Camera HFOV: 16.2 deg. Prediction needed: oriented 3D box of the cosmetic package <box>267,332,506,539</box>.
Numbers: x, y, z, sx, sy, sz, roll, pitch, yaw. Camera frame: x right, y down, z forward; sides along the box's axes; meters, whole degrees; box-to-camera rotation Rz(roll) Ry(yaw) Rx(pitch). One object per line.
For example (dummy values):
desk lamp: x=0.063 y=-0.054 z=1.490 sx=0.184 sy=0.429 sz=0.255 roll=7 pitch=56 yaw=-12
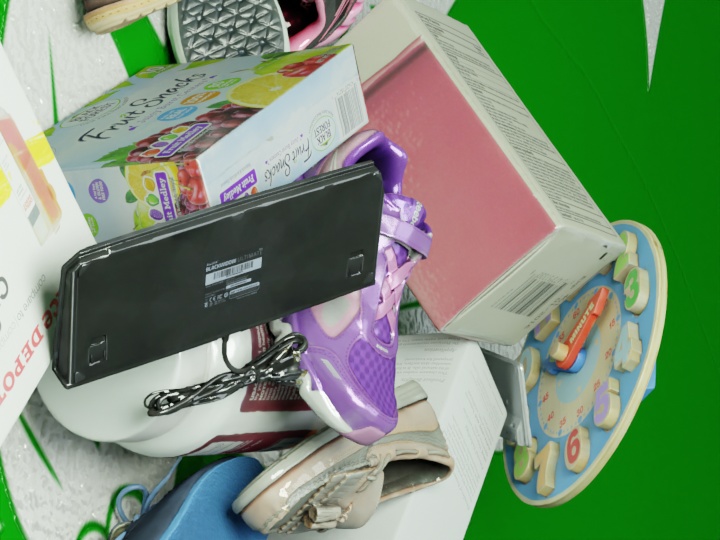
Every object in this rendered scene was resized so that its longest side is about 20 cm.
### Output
cosmetic package: x=0.011 y=0.136 z=1.620 sx=0.081 sy=0.112 sz=0.201 roll=64 pitch=35 yaw=-36

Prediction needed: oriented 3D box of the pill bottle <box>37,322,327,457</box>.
pill bottle: x=-0.092 y=0.047 z=1.418 sx=0.200 sy=0.113 sz=0.115 roll=6 pitch=81 yaw=-64

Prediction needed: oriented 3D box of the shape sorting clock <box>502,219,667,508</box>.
shape sorting clock: x=0.145 y=0.061 z=1.678 sx=0.039 sy=0.200 sz=0.201 roll=24 pitch=57 yaw=-15

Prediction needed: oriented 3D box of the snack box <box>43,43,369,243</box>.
snack box: x=-0.100 y=-0.067 z=1.384 sx=0.200 sy=0.141 sz=0.053 roll=-42 pitch=122 yaw=-58

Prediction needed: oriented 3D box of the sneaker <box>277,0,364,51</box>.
sneaker: x=-0.016 y=-0.205 z=1.553 sx=0.095 sy=0.079 sz=0.201 roll=-48 pitch=167 yaw=-54

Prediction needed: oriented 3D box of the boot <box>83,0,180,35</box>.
boot: x=-0.129 y=-0.243 z=1.461 sx=0.200 sy=0.072 sz=0.167 roll=-44 pitch=110 yaw=-44

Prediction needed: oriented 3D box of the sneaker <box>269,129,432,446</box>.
sneaker: x=0.000 y=0.000 z=1.406 sx=0.080 sy=0.088 sz=0.201 roll=39 pitch=34 yaw=-48

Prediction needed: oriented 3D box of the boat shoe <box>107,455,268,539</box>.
boat shoe: x=-0.117 y=0.157 z=1.409 sx=0.200 sy=0.068 sz=0.085 roll=-34 pitch=112 yaw=-59

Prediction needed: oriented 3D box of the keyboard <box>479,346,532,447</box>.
keyboard: x=0.086 y=0.082 z=1.758 sx=0.200 sy=0.011 sz=0.057 roll=-162 pitch=-109 yaw=-76

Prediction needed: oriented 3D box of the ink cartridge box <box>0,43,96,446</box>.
ink cartridge box: x=-0.215 y=-0.031 z=1.211 sx=0.146 sy=0.083 sz=0.201 roll=-63 pitch=141 yaw=-45

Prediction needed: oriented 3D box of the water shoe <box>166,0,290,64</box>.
water shoe: x=-0.074 y=-0.099 z=1.542 sx=0.079 sy=0.071 sz=0.201 roll=149 pitch=-77 yaw=-72

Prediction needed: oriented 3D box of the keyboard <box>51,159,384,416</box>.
keyboard: x=-0.071 y=0.018 z=1.291 sx=0.199 sy=0.021 sz=0.128 roll=-18 pitch=128 yaw=-34

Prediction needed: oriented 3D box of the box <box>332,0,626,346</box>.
box: x=0.060 y=-0.064 z=1.643 sx=0.201 sy=0.109 sz=0.128 roll=56 pitch=17 yaw=21

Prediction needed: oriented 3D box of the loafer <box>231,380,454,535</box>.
loafer: x=-0.001 y=0.119 z=1.473 sx=0.063 sy=0.072 sz=0.200 roll=53 pitch=30 yaw=6
